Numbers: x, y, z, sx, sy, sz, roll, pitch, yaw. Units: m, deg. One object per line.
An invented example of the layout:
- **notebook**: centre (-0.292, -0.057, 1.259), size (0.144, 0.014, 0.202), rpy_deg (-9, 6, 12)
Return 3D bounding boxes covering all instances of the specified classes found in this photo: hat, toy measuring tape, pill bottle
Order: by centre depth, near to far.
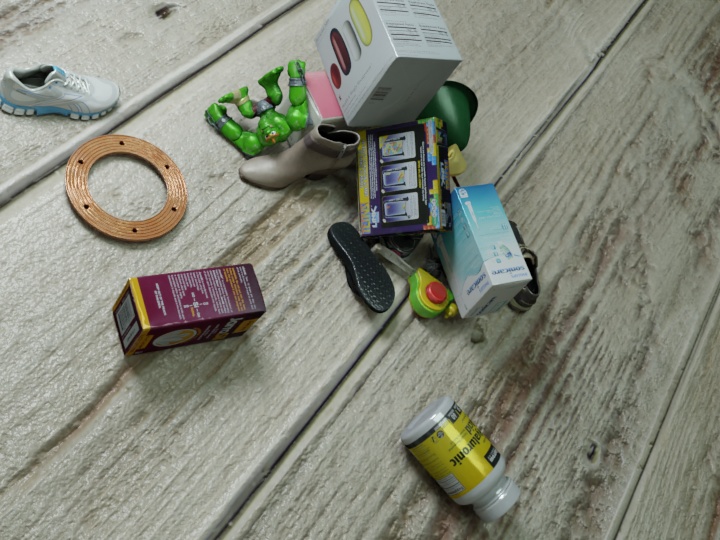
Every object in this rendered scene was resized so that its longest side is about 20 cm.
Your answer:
- **pill bottle**: centre (0.170, 0.317, 1.388), size (0.200, 0.111, 0.111), rpy_deg (48, 51, 0)
- **toy measuring tape**: centre (0.095, 0.030, 1.531), size (0.200, 0.074, 0.074), rpy_deg (35, 52, -10)
- **hat**: centre (0.182, -0.253, 1.664), size (0.200, 0.166, 0.176), rpy_deg (22, 42, -41)

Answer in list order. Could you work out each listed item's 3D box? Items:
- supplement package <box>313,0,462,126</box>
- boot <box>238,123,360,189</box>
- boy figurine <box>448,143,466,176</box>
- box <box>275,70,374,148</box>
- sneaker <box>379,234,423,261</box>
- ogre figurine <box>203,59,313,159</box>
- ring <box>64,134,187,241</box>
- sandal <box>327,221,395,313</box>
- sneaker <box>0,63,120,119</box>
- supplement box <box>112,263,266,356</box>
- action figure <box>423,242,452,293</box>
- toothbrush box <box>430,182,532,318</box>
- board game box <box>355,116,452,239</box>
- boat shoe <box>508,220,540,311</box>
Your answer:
- **supplement package**: centre (0.043, -0.394, 1.492), size (0.147, 0.191, 0.200), rpy_deg (-6, 64, -34)
- **boot**: centre (-0.103, -0.210, 1.496), size (0.200, 0.146, 0.070), rpy_deg (-7, 70, -33)
- **boy figurine**: centre (0.109, -0.210, 1.621), size (0.200, 0.124, 0.065), rpy_deg (-7, 70, -8)
- **box**: centre (-0.041, -0.305, 1.597), size (0.200, 0.128, 0.109), rpy_deg (-15, 71, -36)
- **sneaker**: centre (0.098, -0.102, 1.602), size (0.081, 0.075, 0.200), rpy_deg (35, 53, -10)
- **ogre figurine**: centre (-0.168, -0.284, 1.499), size (0.200, 0.098, 0.120), rpy_deg (-29, 99, -6)
- **ring**: centre (-0.383, -0.135, 1.370), size (0.200, 0.019, 0.201), rpy_deg (15, 57, -24)
- **sandal**: centre (0.001, -0.001, 1.512), size (0.075, 0.048, 0.201), rpy_deg (-9, 57, -33)
- **sneaker**: centre (-0.484, -0.298, 1.358), size (0.200, 0.087, 0.075), rpy_deg (-10, 68, -36)
- **supplement box**: centre (-0.261, 0.059, 1.275), size (0.200, 0.110, 0.086), rpy_deg (-8, 69, -34)
- **action figure**: centre (0.209, -0.008, 1.621), size (0.200, 0.069, 0.130), rpy_deg (2, 70, -26)
- **toothbrush box**: centre (0.212, -0.034, 1.514), size (0.085, 0.146, 0.200), rpy_deg (-8, 65, -21)
- **board game box**: centre (0.077, -0.163, 1.510), size (0.057, 0.165, 0.200), rpy_deg (3, 84, -59)
- **boat shoe**: centre (0.328, -0.018, 1.692), size (0.074, 0.073, 0.200), rpy_deg (4, 63, -29)
